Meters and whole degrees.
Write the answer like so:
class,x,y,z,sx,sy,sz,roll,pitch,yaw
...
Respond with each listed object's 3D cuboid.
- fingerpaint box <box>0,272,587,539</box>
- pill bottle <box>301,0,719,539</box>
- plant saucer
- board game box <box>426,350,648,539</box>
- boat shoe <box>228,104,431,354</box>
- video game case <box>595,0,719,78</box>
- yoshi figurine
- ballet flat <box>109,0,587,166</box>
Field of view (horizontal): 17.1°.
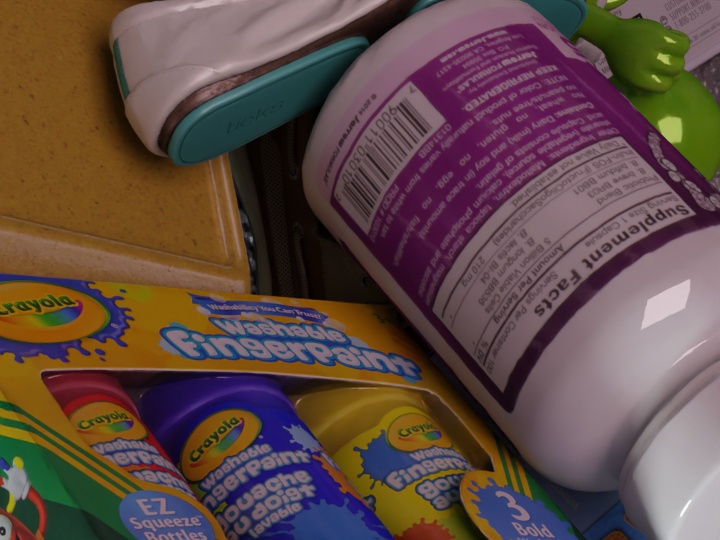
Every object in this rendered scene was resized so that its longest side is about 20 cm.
class,x,y,z,sx,sy,sz,roll,pitch,yaw
fingerpaint box,-0.035,0.079,0.764,0.200,0.167,0.073,6,121,-41
pill bottle,0.077,0.004,0.829,0.112,0.112,0.200,-22,56,-29
plant saucer,-0.113,-0.061,0.846,0.200,0.048,0.200,13,59,-49
board game box,0.076,0.077,0.877,0.200,0.151,0.037,-39,141,-12
boat shoe,0.000,0.000,0.946,0.076,0.074,0.200,-20,91,-29
video game case,0.116,-0.177,1.069,0.200,0.022,0.182,-32,97,-28
yoshi figurine,0.098,-0.105,0.974,0.112,0.112,0.200,-18,107,-45
ballet flat,-0.004,-0.096,0.874,0.200,0.069,0.070,-20,91,-32
